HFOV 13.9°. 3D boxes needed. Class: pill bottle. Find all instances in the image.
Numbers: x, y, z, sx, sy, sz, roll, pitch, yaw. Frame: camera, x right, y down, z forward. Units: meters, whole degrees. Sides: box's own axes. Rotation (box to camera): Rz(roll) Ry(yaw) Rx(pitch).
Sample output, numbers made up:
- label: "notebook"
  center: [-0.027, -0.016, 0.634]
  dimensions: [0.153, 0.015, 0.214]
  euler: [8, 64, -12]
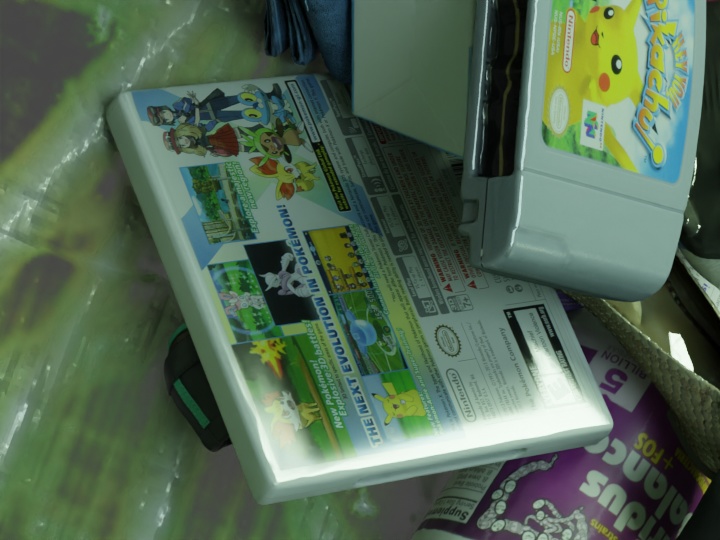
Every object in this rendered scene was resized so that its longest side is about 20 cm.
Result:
- label: "pill bottle"
  center: [0.088, 0.126, 1.374]
  dimensions: [0.112, 0.112, 0.200]
  euler: [43, 68, -25]

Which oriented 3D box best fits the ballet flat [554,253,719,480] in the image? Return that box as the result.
- label: "ballet flat"
  center: [0.128, 0.010, 1.333]
  dimensions: [0.067, 0.046, 0.200]
  euler: [-30, 79, -29]

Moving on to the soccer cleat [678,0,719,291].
- label: "soccer cleat"
  center: [0.177, -0.077, 1.398]
  dimensions: [0.086, 0.070, 0.200]
  euler: [51, 40, -54]

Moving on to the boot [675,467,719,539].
- label: "boot"
  center: [0.124, 0.161, 1.265]
  dimensions: [0.200, 0.066, 0.165]
  euler: [-53, 157, 15]

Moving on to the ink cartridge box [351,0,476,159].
- label: "ink cartridge box"
  center: [0.076, -0.152, 1.354]
  dimensions: [0.200, 0.067, 0.116]
  euler: [-41, 143, -42]

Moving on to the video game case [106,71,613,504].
- label: "video game case"
  center: [0.000, 0.000, 1.317]
  dimensions: [0.182, 0.022, 0.200]
  euler: [-8, 64, -32]

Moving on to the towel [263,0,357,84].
- label: "towel"
  center: [-0.011, -0.182, 1.294]
  dimensions: [0.112, 0.048, 0.200]
  euler: [-53, 151, -25]

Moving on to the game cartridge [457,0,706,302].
- label: "game cartridge"
  center: [0.099, -0.091, 1.275]
  dimensions: [0.133, 0.040, 0.200]
  euler: [12, 81, -53]

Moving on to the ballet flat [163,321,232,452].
- label: "ballet flat"
  center: [0.007, 0.051, 1.346]
  dimensions: [0.200, 0.073, 0.073]
  euler: [-5, 92, -29]

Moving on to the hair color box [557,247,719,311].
- label: "hair color box"
  center: [0.168, -0.001, 1.455]
  dimensions: [0.200, 0.065, 0.109]
  euler: [32, 73, -26]
